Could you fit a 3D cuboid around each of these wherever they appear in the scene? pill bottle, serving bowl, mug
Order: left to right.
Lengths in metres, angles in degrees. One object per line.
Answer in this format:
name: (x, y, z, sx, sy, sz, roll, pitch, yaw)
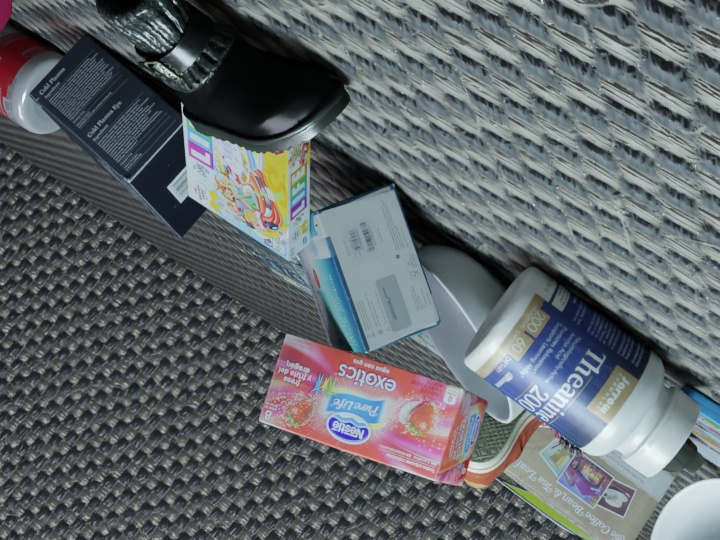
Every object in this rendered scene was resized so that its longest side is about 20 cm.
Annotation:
pill bottle: (-0.482, -0.274, 2.124, 0.200, 0.112, 0.112, 30, 171, 32)
serving bowl: (0.120, 0.053, 1.565, 0.200, 0.066, 0.200, 55, 168, 18)
pill bottle: (0.202, 0.096, 1.399, 0.200, 0.111, 0.111, 36, 172, 0)
mug: (0.434, 0.310, 1.623, 0.175, 0.148, 0.199, 26, 155, -38)

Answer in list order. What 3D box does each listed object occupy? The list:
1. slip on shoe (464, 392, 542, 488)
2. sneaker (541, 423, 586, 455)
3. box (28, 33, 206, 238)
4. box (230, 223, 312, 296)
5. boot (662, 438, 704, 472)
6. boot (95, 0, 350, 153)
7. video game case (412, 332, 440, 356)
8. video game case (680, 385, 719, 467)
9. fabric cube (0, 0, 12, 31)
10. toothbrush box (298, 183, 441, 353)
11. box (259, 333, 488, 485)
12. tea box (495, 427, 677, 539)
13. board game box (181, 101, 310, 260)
slip on shoe: (0.162, 0.155, 1.652, 0.074, 0.200, 0.061, 25, 140, 22)
sneaker: (0.231, 0.149, 1.747, 0.074, 0.081, 0.200, -4, -155, -29)
box: (-0.274, -0.160, 1.877, 0.182, 0.104, 0.200, 39, 174, 20)
box: (-0.090, -0.030, 2.059, 0.200, 0.051, 0.158, 27, 160, 51)
boot: (0.249, 0.145, 1.586, 0.138, 0.078, 0.200, 40, 177, -24)
boot: (-0.118, -0.179, 1.266, 0.211, 0.080, 0.158, 9, 143, 46)
video game case: (0.082, 0.076, 2.124, 0.200, 0.022, 0.182, 33, 172, 16)
video game case: (0.373, 0.178, 1.505, 0.143, 0.018, 0.200, 34, 172, 20)
fabric cube: (-0.546, -0.317, 1.844, 0.200, 0.197, 0.199, 38, 170, -10)
toothbrush box: (0.000, 0.000, 1.565, 0.200, 0.085, 0.147, 178, 72, -80)
box: (0.014, 0.141, 1.556, 0.199, 0.095, 0.103, 16, 175, 21)
tea box: (0.250, 0.231, 1.913, 0.200, 0.134, 0.197, 37, 173, -12)
board game box: (-0.108, -0.115, 1.464, 0.134, 0.034, 0.200, 33, 147, 23)
